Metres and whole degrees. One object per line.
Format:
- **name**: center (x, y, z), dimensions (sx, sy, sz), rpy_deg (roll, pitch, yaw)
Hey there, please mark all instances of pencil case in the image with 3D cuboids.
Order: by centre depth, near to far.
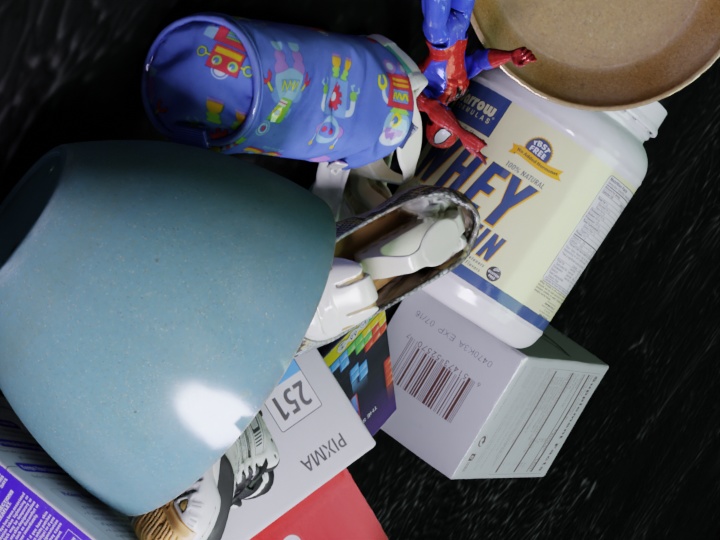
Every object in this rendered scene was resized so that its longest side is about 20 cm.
- **pencil case**: center (-0.044, -0.101, 1.175), dimensions (0.200, 0.078, 0.087), rpy_deg (-1, 99, -60)

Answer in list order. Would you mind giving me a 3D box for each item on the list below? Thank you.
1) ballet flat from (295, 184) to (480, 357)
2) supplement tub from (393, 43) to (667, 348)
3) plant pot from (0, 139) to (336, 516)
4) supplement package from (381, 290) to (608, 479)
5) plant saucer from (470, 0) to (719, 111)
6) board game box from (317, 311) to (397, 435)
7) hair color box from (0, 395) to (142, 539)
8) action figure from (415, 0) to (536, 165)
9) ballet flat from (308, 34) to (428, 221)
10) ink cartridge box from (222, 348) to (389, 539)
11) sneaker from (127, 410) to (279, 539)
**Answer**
- **ballet flat**: center (0.000, 0.000, 1.260), dimensions (0.200, 0.072, 0.072), rpy_deg (-31, 147, -31)
- **supplement tub**: center (0.114, -0.061, 1.440), dimensions (0.200, 0.145, 0.145), rpy_deg (-57, 156, 2)
- **plant pot**: center (-0.127, 0.009, 1.059), dimensions (0.135, 0.200, 0.200), rpy_deg (35, 88, -22)
- **supplement package**: center (0.098, 0.091, 1.638), dimensions (0.117, 0.117, 0.200), rpy_deg (-60, 156, 9)
- **plant saucer**: center (0.162, -0.207, 1.343), dimensions (0.200, 0.200, 0.035), rpy_deg (-59, -169, 7)
- **board game box**: center (-0.060, 0.114, 1.447), dimensions (0.200, 0.057, 0.165), rpy_deg (-46, 153, -21)
- **hair color box**: center (-0.171, 0.139, 1.091), dimensions (0.065, 0.200, 0.109), rpy_deg (-56, 156, 5)
- **action figure**: center (0.073, -0.152, 1.281), dimensions (0.065, 0.099, 0.200), rpy_deg (-29, 140, -34)
- **ballet flat**: center (0.002, -0.062, 1.330), dimensions (0.069, 0.069, 0.200), rpy_deg (-33, 147, -42)
- **ink cartridge box**: center (-0.065, 0.154, 1.239), dimensions (0.200, 0.176, 0.045), rpy_deg (-33, -177, -41)
- **sneaker**: center (-0.079, 0.104, 1.120), dimensions (0.076, 0.088, 0.200), rpy_deg (-47, -159, 15)
